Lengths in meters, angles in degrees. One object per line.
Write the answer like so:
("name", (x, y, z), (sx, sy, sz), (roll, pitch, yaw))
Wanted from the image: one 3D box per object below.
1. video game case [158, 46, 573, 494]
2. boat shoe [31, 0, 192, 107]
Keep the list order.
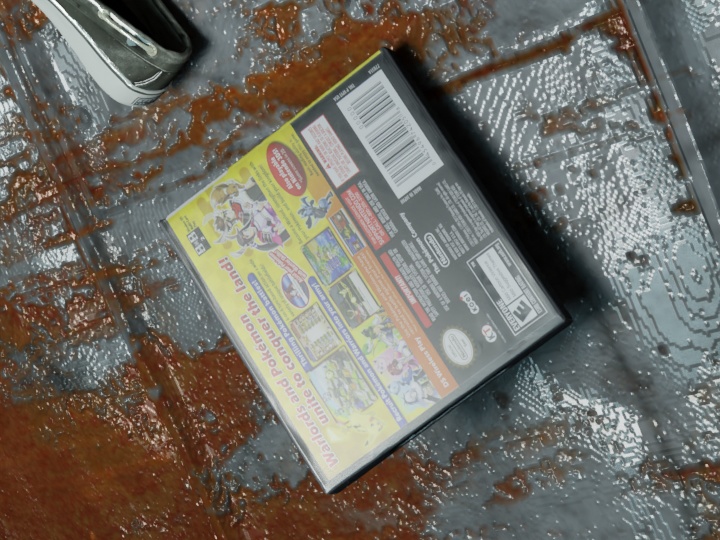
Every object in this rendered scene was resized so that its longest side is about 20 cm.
("video game case", (0.000, 0.000, 1.290), (0.180, 0.025, 0.201), (-36, 76, 13))
("boat shoe", (-0.183, -0.200, 1.393), (0.200, 0.071, 0.064), (48, 133, 0))
